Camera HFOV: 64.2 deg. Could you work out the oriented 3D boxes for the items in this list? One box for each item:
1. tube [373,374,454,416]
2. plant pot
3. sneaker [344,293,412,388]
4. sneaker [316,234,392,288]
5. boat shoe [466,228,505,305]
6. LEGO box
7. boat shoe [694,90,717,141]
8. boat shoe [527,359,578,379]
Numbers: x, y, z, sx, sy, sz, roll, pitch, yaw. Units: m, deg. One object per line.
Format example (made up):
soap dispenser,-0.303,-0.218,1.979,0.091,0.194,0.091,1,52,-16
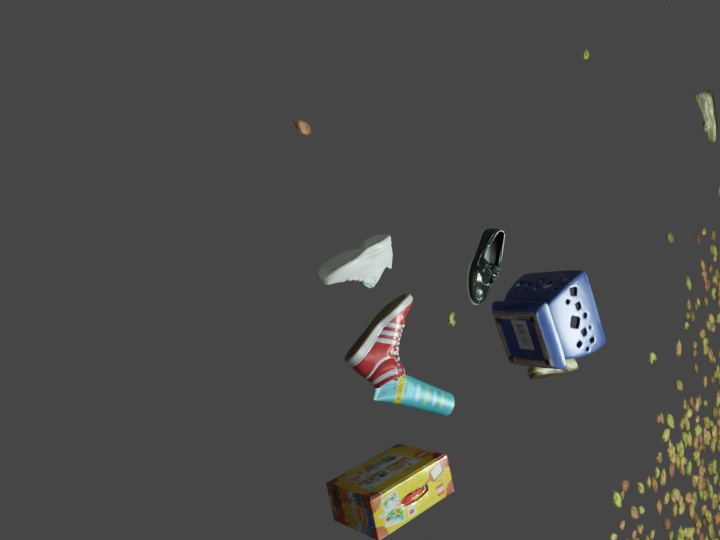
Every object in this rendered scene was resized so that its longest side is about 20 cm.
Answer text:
tube,0.114,0.264,1.239,0.198,0.050,0.079,23,62,-27
plant pot,0.452,0.128,1.419,0.178,0.199,0.203,-27,102,-29
sneaker,0.066,0.149,1.184,0.113,0.071,0.200,46,67,-8
sneaker,0.000,0.000,1.165,0.198,0.075,0.090,-28,114,-37
boat shoe,0.314,-0.013,1.403,0.074,0.066,0.202,33,66,-30
LEGO box,0.057,0.419,1.111,0.198,0.148,0.079,-15,94,-37
boat shoe,1.386,-0.613,2.298,0.073,0.062,0.204,-40,116,-46
boat shoe,0.503,0.241,1.530,0.198,0.071,0.078,1,70,-44
